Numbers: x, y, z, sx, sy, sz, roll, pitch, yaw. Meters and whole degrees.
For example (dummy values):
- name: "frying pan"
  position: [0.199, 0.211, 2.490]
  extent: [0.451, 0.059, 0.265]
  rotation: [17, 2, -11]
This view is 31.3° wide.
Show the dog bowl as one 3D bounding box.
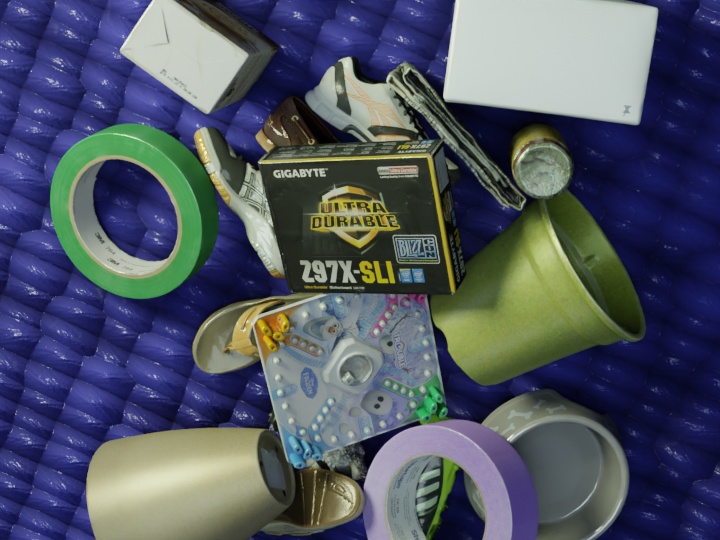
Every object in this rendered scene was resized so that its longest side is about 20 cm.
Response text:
- name: "dog bowl"
  position: [0.225, 0.243, 1.515]
  extent: [0.199, 0.059, 0.201]
  rotation: [-2, 106, -8]

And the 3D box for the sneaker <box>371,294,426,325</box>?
- name: "sneaker"
  position: [0.000, 0.000, 1.464]
  extent: [0.200, 0.087, 0.075]
  rotation: [30, 99, -20]

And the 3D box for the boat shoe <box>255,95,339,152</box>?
- name: "boat shoe"
  position: [-0.027, -0.116, 1.473]
  extent: [0.200, 0.070, 0.070]
  rotation: [41, 108, -4]

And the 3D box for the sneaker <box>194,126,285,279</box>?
- name: "sneaker"
  position: [-0.115, -0.092, 1.497]
  extent: [0.088, 0.076, 0.200]
  rotation: [-33, 103, -2]

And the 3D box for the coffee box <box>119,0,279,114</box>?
- name: "coffee box"
  position: [-0.169, -0.240, 1.392]
  extent: [0.114, 0.200, 0.080]
  rotation: [36, 103, -4]

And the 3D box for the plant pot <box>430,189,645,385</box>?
- name: "plant pot"
  position: [0.186, 0.032, 1.438]
  extent: [0.184, 0.200, 0.201]
  rotation: [-32, 98, 23]

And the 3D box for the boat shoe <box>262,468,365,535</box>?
- name: "boat shoe"
  position: [-0.067, 0.285, 1.544]
  extent: [0.200, 0.065, 0.072]
  rotation: [-15, 59, 36]

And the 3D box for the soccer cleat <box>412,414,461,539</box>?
- name: "soccer cleat"
  position: [0.071, 0.268, 1.562]
  extent: [0.081, 0.068, 0.201]
  rotation: [21, 98, 11]

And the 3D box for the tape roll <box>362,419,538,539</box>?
- name: "tape roll"
  position: [0.100, 0.273, 1.465]
  extent: [0.200, 0.066, 0.201]
  rotation: [1, 92, 35]

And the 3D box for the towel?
- name: "towel"
  position: [0.100, -0.146, 1.386]
  extent: [0.035, 0.200, 0.193]
  rotation: [-40, 97, 7]

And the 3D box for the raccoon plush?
- name: "raccoon plush"
  position: [-0.015, 0.161, 1.514]
  extent: [0.134, 0.097, 0.200]
  rotation: [34, 120, -8]

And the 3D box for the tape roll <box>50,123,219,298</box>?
- name: "tape roll"
  position: [-0.263, -0.068, 1.494]
  extent: [0.200, 0.048, 0.201]
  rotation: [8, 113, 18]

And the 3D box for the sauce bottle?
- name: "sauce bottle"
  position: [0.192, -0.125, 1.381]
  extent: [0.064, 0.200, 0.065]
  rotation: [1, 104, 5]

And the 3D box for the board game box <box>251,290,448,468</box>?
- name: "board game box"
  position: [-0.005, 0.112, 1.446]
  extent: [0.199, 0.026, 0.201]
  rotation: [-18, 118, -12]

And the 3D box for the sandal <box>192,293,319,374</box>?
- name: "sandal"
  position: [-0.111, 0.073, 1.535]
  extent: [0.199, 0.054, 0.081]
  rotation: [-15, 102, 9]

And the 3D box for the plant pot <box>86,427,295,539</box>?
- name: "plant pot"
  position: [-0.184, 0.261, 1.505]
  extent: [0.199, 0.187, 0.188]
  rotation: [-20, 101, 18]

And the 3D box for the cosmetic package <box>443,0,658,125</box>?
- name: "cosmetic package"
  position: [0.195, -0.233, 1.356]
  extent: [0.199, 0.200, 0.123]
  rotation: [8, 104, 4]

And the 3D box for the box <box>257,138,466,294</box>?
- name: "box"
  position: [0.003, -0.054, 1.361]
  extent: [0.199, 0.049, 0.160]
  rotation: [1, 119, 24]

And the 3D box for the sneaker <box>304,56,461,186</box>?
- name: "sneaker"
  position: [0.036, -0.166, 1.455]
  extent: [0.200, 0.074, 0.080]
  rotation: [35, 102, -3]
